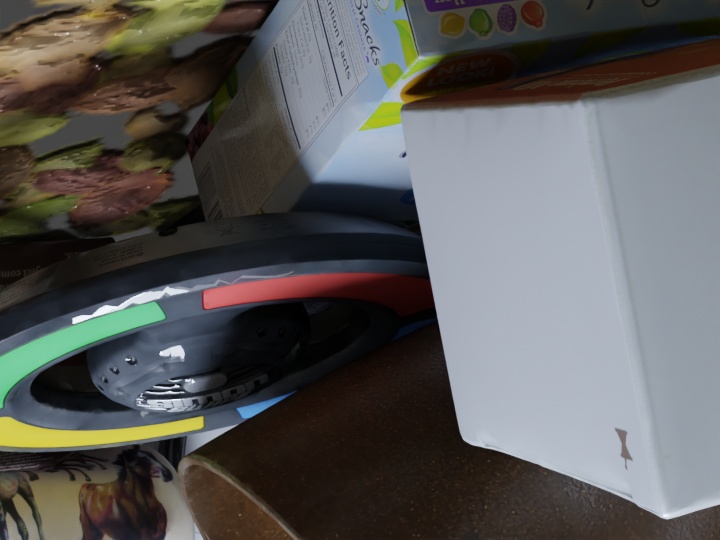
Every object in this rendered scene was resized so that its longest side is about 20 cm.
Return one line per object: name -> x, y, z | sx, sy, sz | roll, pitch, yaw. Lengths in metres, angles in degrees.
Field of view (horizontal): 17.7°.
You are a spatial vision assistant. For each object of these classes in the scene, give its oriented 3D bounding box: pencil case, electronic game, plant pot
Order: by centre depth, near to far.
plant pot -> 0.072, 0.078, 0.795 | 0.200, 0.187, 0.187 | -38, 170, -17
electronic game -> -0.056, 0.027, 0.812 | 0.199, 0.042, 0.200 | -12, 164, -3
pencil case -> -0.157, 0.110, 0.880 | 0.200, 0.090, 0.078 | -4, 169, -43

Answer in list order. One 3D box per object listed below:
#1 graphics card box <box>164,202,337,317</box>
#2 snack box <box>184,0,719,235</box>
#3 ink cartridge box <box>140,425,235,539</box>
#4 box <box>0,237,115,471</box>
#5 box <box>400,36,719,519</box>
graphics card box -> 0.000, 0.000, 0.995 | 0.199, 0.051, 0.125 | -2, 159, -41
snack box -> 0.049, -0.066, 0.785 | 0.168, 0.068, 0.200 | -10, 162, -23
ink cartridge box -> -0.041, 0.125, 0.969 | 0.199, 0.145, 0.084 | 8, -173, 41
box -> -0.178, 0.057, 0.966 | 0.100, 0.075, 0.200 | -5, 162, -35
box -> 0.133, -0.016, 0.644 | 0.199, 0.107, 0.152 | -13, -173, -16
